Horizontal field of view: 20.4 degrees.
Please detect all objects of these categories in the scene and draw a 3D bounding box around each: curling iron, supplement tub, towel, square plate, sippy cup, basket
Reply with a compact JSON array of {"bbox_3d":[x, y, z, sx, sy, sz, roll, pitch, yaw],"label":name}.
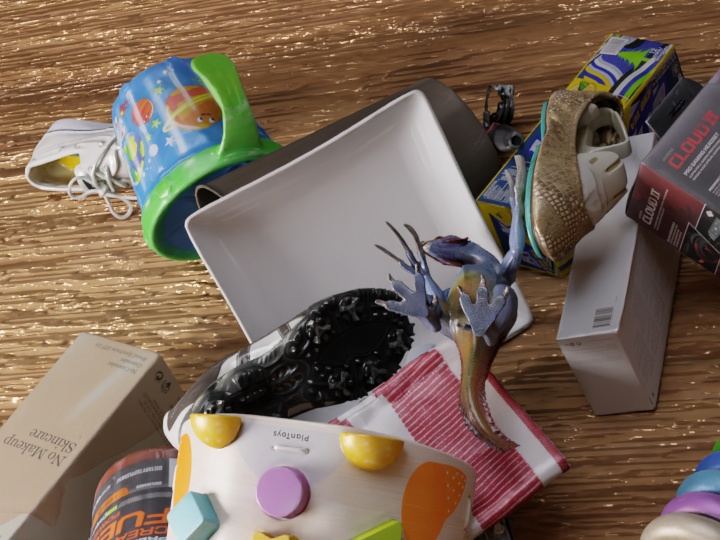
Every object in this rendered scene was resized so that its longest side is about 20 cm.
[{"bbox_3d":[0.111,-0.114,1.574,0.025,0.050,0.200,5,12,0],"label":"curling iron"},{"bbox_3d":[-0.131,0.219,1.347,0.107,0.107,0.200,-20,36,9],"label":"supplement tub"},{"bbox_3d":[0.021,0.141,1.323,0.200,0.023,0.144,-35,47,-5],"label":"towel"},{"bbox_3d":[0.000,0.000,1.457,0.198,0.201,0.028,-29,16,-7],"label":"square plate"},{"bbox_3d":[-0.138,-0.099,1.647,0.178,0.139,0.131,-41,62,20],"label":"sippy cup"},{"bbox_3d":[0.001,-0.052,1.564,0.200,0.136,0.180,-35,55,-16],"label":"basket"}]

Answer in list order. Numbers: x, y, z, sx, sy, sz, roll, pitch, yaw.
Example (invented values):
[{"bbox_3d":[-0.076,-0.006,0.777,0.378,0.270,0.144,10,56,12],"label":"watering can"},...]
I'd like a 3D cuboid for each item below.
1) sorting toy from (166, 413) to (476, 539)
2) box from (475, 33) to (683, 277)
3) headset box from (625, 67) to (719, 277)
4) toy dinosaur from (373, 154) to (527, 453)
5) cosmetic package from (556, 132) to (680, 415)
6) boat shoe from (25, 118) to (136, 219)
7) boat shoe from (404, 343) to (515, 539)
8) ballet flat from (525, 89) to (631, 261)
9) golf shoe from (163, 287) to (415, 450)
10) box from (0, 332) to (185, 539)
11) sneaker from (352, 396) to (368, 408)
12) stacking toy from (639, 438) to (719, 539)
[{"bbox_3d":[-0.044,0.189,1.237,0.199,0.107,0.181,5,74,15],"label":"sorting toy"},{"bbox_3d":[0.176,-0.092,1.552,0.064,0.070,0.200,17,56,39],"label":"box"},{"bbox_3d":[0.291,-0.062,1.381,0.200,0.075,0.149,36,65,16],"label":"headset box"},{"bbox_3d":[0.066,0.023,1.364,0.104,0.181,0.201,-4,86,13],"label":"toy dinosaur"},{"bbox_3d":[0.189,0.001,1.433,0.050,0.083,0.200,-10,41,27],"label":"cosmetic package"},{"bbox_3d":[-0.226,-0.090,1.779,0.201,0.075,0.086,5,48,37],"label":"boat shoe"},{"bbox_3d":[0.074,0.126,1.368,0.068,0.072,0.200,-19,42,13],"label":"boat shoe"},{"bbox_3d":[0.156,-0.076,1.402,0.065,0.071,0.200,-11,32,16],"label":"ballet flat"},{"bbox_3d":[-0.054,0.068,1.406,0.200,0.078,0.094,-28,14,-30],"label":"golf shoe"},{"bbox_3d":[-0.223,0.150,1.507,0.095,0.078,0.200,12,52,37],"label":"box"},{"bbox_3d":[-0.004,0.180,1.373,0.075,0.071,0.200,17,60,21],"label":"sneaker"},{"bbox_3d":[0.255,0.126,1.270,0.085,0.086,0.200,8,43,36],"label":"stacking toy"}]
